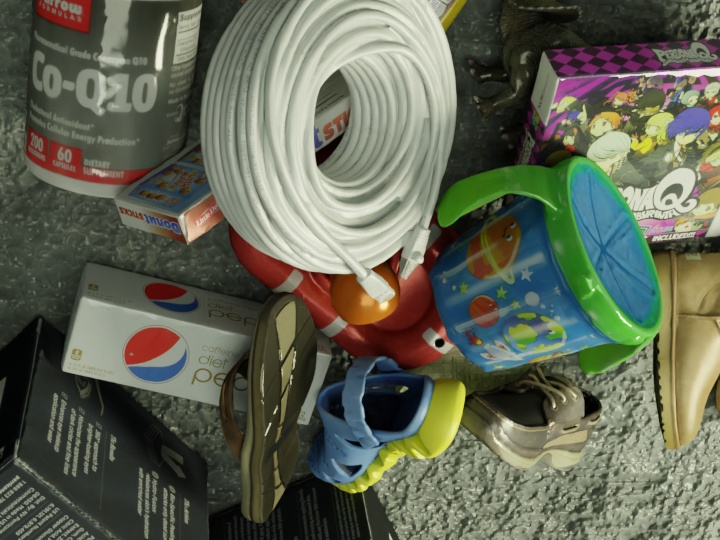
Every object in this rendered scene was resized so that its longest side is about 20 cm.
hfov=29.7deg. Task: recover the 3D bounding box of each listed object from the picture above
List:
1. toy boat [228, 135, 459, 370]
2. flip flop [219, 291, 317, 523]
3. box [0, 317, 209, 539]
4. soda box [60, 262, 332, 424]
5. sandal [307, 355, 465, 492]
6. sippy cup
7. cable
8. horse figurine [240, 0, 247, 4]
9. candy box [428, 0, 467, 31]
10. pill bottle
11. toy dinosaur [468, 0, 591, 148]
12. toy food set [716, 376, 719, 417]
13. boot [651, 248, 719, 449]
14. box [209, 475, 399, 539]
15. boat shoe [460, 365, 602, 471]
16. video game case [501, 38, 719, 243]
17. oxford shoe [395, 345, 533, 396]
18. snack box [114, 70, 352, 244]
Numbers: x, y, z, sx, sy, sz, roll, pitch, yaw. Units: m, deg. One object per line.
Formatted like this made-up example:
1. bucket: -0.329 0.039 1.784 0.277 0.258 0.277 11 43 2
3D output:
1. toy boat: 0.000 0.000 1.011 0.200 0.131 0.131 40 105 -22
2. flip flop: -0.077 0.104 1.019 0.057 0.081 0.201 23 129 19
3. box: -0.219 0.177 1.029 0.117 0.197 0.200 -39 114 12
4. soda box: -0.127 0.057 1.059 0.199 0.064 0.068 14 113 -15
5. sandal: 0.002 0.114 1.059 0.087 0.080 0.200 28 147 -14
6. sippy cup: 0.126 0.006 0.964 0.130 0.140 0.179 -26 94 29
7. cable: -0.015 -0.099 0.885 0.200 0.069 0.201 30 79 -47
8. horse figurine: -0.071 -0.225 0.888 0.050 0.133 0.200 -11 140 22
9. candy box: 0.071 -0.274 0.949 0.102 0.026 0.200 30 108 -16
10. pill bottle: -0.167 -0.162 0.921 0.113 0.114 0.201 5 115 -10
11. toy dinosaur: 0.145 -0.135 0.998 0.102 0.077 0.200 -29 112 22
12. toy food set: 0.395 0.054 1.137 0.199 0.049 0.199 -2 115 -6
13. boot: 0.333 0.059 1.073 0.199 0.066 0.176 -2 107 10
14. box: -0.049 0.300 1.154 0.196 0.124 0.201 -22 116 5
15. boat shoe: 0.136 0.109 1.079 0.074 0.074 0.200 -56 154 9
16. video game case: 0.212 -0.089 1.002 0.199 0.036 0.182 -6 139 -14
17. oxford shoe: 0.107 0.051 1.096 0.075 0.058 0.200 30 123 -31
18. snack box: -0.072 -0.085 0.933 0.200 0.072 0.024 -39 129 -33
